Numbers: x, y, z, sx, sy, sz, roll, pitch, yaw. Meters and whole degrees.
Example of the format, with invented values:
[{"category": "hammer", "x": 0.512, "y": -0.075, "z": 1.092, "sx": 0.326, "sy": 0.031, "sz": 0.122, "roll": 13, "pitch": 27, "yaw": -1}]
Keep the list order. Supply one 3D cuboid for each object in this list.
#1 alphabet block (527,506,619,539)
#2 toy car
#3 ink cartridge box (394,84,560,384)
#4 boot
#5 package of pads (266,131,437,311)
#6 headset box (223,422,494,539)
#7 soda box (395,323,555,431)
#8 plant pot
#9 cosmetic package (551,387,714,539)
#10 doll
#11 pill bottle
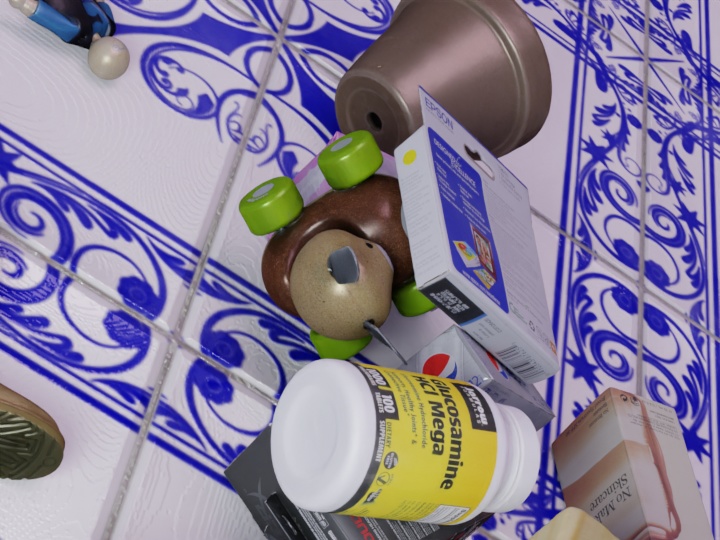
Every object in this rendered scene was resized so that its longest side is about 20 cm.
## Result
[{"category": "alphabet block", "x": 0.153, "y": 0.339, "z": 1.317, "sx": 0.196, "sy": 0.195, "sz": 0.200, "roll": 41, "pitch": 33, "yaw": -6}, {"category": "toy car", "x": 0.000, "y": 0.000, "z": 1.475, "sx": 0.165, "sy": 0.157, "sz": 0.200, "roll": 61, "pitch": -1, "yaw": -19}, {"category": "ink cartridge box", "x": 0.099, "y": -0.029, "z": 1.541, "sx": 0.197, "sy": 0.047, "sz": 0.202, "roll": 38, "pitch": 33, "yaw": -45}, {"category": "boot", "x": -0.288, "y": 0.041, "z": 1.301, "sx": 0.174, "sy": 0.066, "sz": 0.201, "roll": 27, "pitch": 36, "yaw": -23}, {"category": "package of pads", "x": 0.023, "y": -0.041, "z": 1.651, "sx": 0.199, "sy": 0.120, "sz": 0.076, "roll": 23, "pitch": 49, "yaw": -27}, {"category": "headset box", "x": -0.004, "y": 0.182, "z": 1.427, "sx": 0.199, "sy": 0.075, "sz": 0.149, "roll": -16, "pitch": 65, "yaw": -52}, {"category": "soda box", "x": 0.104, "y": 0.109, "z": 1.551, "sx": 0.064, "sy": 0.068, "sz": 0.200, "roll": 55, "pitch": 10, "yaw": 24}, {"category": "plant pot", "x": 0.070, "y": -0.183, "z": 1.822, "sx": 0.174, "sy": 0.201, "sz": 0.201, "roll": -34, "pitch": 78, "yaw": -36}, {"category": "cosmetic package", "x": 0.252, "y": 0.222, "z": 1.622, "sx": 0.087, "sy": 0.104, "sz": 0.201, "roll": 19, "pitch": 39, "yaw": -28}, {"category": "doll", "x": -0.282, "y": -0.259, "z": 1.640, "sx": 0.201, "sy": 0.048, "sz": 0.136, "roll": 55, "pitch": 26, "yaw": 6}, {"category": "pill bottle", "x": 0.039, "y": 0.135, "z": 1.353, "sx": 0.198, "sy": 0.113, "sz": 0.113, "roll": 11, "pitch": 45, "yaw": -38}]
